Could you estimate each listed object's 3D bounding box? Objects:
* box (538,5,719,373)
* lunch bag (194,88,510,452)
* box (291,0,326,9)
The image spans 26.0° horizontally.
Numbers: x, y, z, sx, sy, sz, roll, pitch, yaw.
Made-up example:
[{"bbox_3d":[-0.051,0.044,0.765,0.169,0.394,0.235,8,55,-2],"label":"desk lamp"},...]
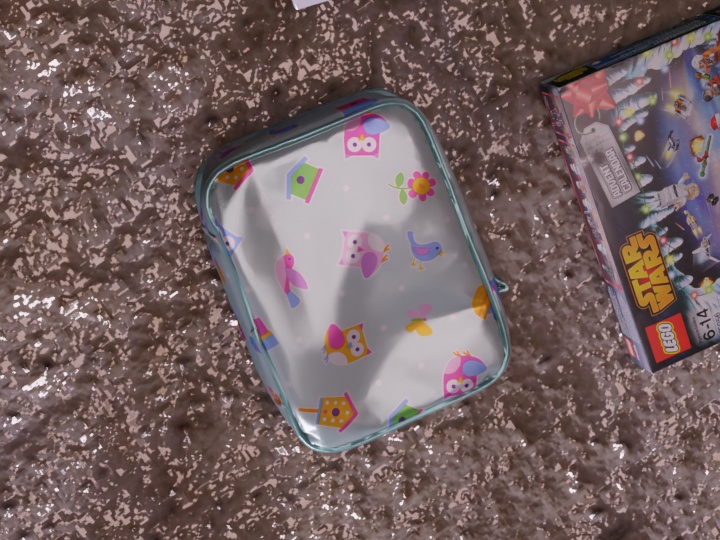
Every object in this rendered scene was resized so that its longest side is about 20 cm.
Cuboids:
[{"bbox_3d":[0.211,-0.052,1.001,0.136,0.040,0.201,-23,106,-7],"label":"box"},{"bbox_3d":[0.000,0.000,0.943,0.160,0.077,0.201,-24,106,-9],"label":"lunch bag"},{"bbox_3d":[0.015,-0.265,0.815,0.175,0.097,0.201,-15,133,3],"label":"box"}]
